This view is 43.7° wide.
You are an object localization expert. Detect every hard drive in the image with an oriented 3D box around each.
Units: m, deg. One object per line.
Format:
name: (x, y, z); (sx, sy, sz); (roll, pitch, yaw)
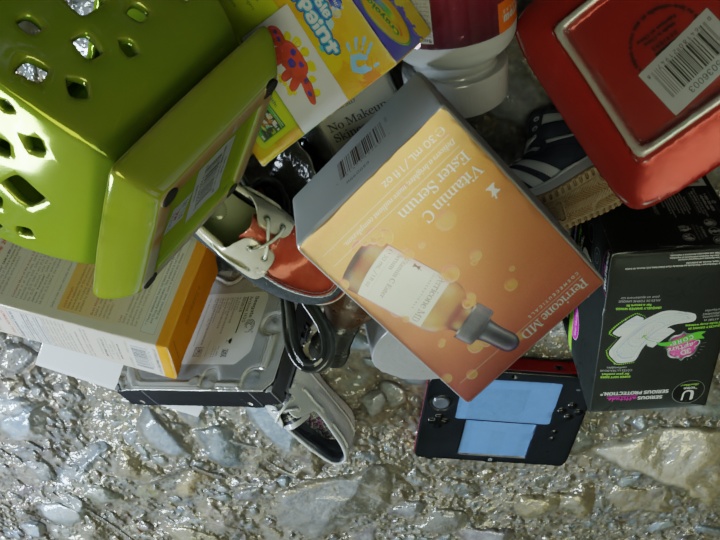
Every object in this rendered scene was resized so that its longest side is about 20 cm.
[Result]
hard drive: (-0.142, 0.066, 0.896); (0.197, 0.141, 0.038); (-3, 145, 30)
hard drive: (-0.257, 0.090, 1.026); (0.197, 0.026, 0.133); (21, 125, -15)

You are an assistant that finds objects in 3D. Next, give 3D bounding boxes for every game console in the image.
game console: (0.171, 0.175, 1.086); (0.196, 0.031, 0.179); (5, 128, -2)

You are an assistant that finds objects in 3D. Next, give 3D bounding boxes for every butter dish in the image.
butter dish: (0.264, -0.179, 0.743); (0.199, 0.147, 0.201); (-36, 76, 25)

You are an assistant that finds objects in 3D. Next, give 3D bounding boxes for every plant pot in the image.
plant pot: (-0.179, -0.113, 0.652); (0.180, 0.200, 0.200); (36, 145, 2)

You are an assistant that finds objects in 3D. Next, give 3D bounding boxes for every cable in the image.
cable: (-0.073, -0.005, 0.830); (0.097, 0.050, 0.201); (-39, 83, 5)

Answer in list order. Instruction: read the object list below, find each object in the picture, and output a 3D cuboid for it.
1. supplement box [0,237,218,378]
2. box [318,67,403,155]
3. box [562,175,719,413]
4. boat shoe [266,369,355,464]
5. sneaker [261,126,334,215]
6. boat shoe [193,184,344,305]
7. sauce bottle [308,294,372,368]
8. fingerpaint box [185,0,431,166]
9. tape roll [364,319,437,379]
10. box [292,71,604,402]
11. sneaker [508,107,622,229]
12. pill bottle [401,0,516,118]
supplement box: (-0.253, 0.012, 0.870); (0.197, 0.128, 0.074); (15, 151, 5)
box: (0.031, -0.104, 0.842); (0.081, 0.069, 0.201); (-23, 125, 17)
box: (0.277, 0.016, 0.883); (0.122, 0.150, 0.202); (-3, 128, 1)
boat shoe: (-0.077, 0.157, 1.050); (0.071, 0.069, 0.201); (-24, 124, 19)
sneaker: (-0.058, -0.058, 0.886); (0.104, 0.060, 0.200); (39, 145, 3)
boat shoe: (-0.097, -0.036, 0.779); (0.199, 0.063, 0.072); (34, 84, 5)
sauce bottle: (0.000, 0.000, 0.826); (0.064, 0.065, 0.202); (17, 119, -13)
fingerpaint box: (-0.070, -0.212, 0.695); (0.166, 0.073, 0.201); (-29, 103, 41)
tape roll: (0.100, 0.039, 0.907); (0.197, 0.067, 0.201); (-11, 151, -6)
box: (0.066, -0.025, 0.717); (0.152, 0.107, 0.200); (-43, 112, 13)
sneaker: (0.145, -0.081, 0.825); (0.197, 0.109, 0.071); (-20, 132, 4)
pill bottle: (0.070, -0.231, 0.715); (0.108, 0.110, 0.202); (-7, 128, 6)
